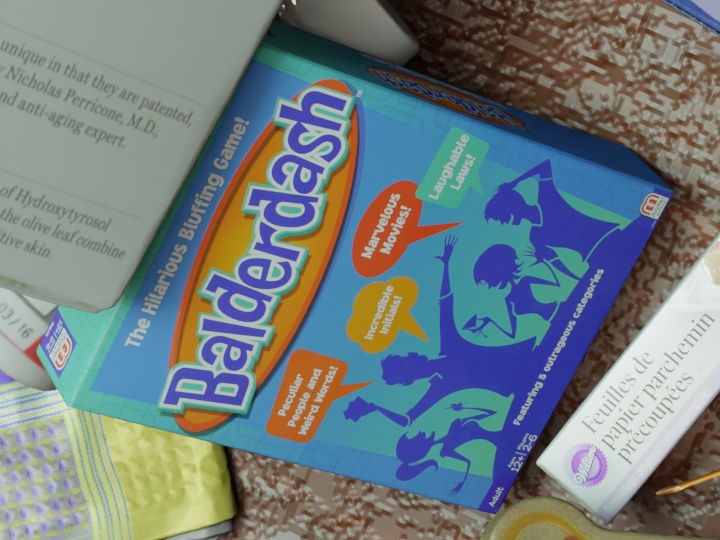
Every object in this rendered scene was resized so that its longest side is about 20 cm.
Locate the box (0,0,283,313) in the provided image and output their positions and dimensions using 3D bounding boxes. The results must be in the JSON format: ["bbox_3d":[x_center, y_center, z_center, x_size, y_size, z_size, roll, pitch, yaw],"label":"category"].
[{"bbox_3d":[-0.161,-0.121,0.825,0.199,0.200,0.172,37,102,40],"label":"box"}]

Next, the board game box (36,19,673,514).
[{"bbox_3d":[0.000,0.000,0.931,0.199,0.045,0.153,16,110,-31],"label":"board game box"}]

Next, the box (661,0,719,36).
[{"bbox_3d":[0.081,-0.142,0.905,0.199,0.121,0.033,31,108,9],"label":"box"}]

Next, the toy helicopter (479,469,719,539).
[{"bbox_3d":[0.141,0.109,0.933,0.199,0.079,0.133,9,78,-13],"label":"toy helicopter"}]

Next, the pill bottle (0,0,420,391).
[{"bbox_3d":[-0.081,-0.057,0.960,0.200,0.114,0.114,-40,87,6],"label":"pill bottle"}]

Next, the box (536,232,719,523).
[{"bbox_3d":[0.144,0.009,0.955,0.039,0.041,0.200,39,107,7],"label":"box"}]

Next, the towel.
[{"bbox_3d":[-0.138,0.033,1.055,0.143,0.023,0.201,-11,96,19],"label":"towel"}]
